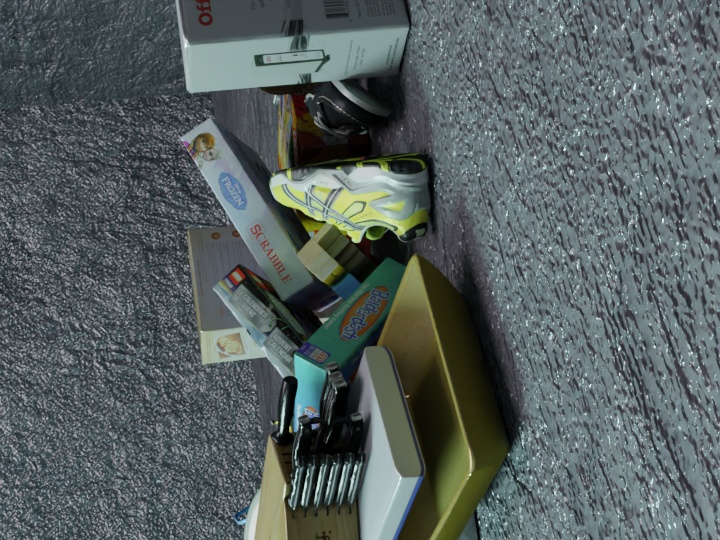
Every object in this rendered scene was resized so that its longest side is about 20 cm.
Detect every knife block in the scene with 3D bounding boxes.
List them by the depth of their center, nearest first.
[{"bbox_3d":[-0.048,0.176,1.083,0.200,0.064,0.176,139,129,-68],"label":"knife block"}]

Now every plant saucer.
[{"bbox_3d":[0.061,0.121,1.006,0.200,0.048,0.200,109,155,-48],"label":"plant saucer"}]

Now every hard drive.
[{"bbox_3d":[0.005,0.180,1.060,0.200,0.025,0.132,107,156,-43],"label":"hard drive"}]

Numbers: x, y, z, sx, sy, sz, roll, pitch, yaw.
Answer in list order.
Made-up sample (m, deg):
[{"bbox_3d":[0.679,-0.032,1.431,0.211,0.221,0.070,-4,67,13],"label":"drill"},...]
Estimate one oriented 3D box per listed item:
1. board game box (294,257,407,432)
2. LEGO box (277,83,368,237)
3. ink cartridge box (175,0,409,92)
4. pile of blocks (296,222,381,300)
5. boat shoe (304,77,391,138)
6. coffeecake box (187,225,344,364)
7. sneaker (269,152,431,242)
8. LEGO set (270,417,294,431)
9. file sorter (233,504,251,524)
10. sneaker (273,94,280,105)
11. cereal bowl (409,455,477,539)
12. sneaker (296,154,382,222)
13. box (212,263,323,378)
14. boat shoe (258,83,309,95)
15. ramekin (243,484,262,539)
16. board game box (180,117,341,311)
[{"bbox_3d":[-0.003,0.108,1.183,0.045,0.152,0.200,26,140,22],"label":"board game box"},{"bbox_3d":[-0.047,-0.138,1.457,0.200,0.077,0.149,97,163,-55],"label":"LEGO box"},{"bbox_3d":[-0.069,-0.250,1.139,0.084,0.200,0.146,105,158,-65],"label":"ink cartridge box"},{"bbox_3d":[0.000,0.000,1.244,0.082,0.062,0.200,43,-178,15],"label":"pile of blocks"},{"bbox_3d":[-0.018,-0.159,1.241,0.060,0.076,0.200,-54,7,8],"label":"boat shoe"},{"bbox_3d":[-0.100,0.021,1.507,0.073,0.200,0.154,96,165,-52],"label":"coffeecake box"},{"bbox_3d":[-0.016,-0.063,1.142,0.200,0.075,0.076,4,107,53],"label":"sneaker"},{"bbox_3d":[-0.060,0.221,1.643,0.200,0.116,0.154,-138,43,-76],"label":"LEGO set"},{"bbox_3d":[-0.051,0.350,1.485,0.200,0.123,0.139,62,169,2],"label":"file sorter"},{"bbox_3d":[-0.078,-0.288,1.541,0.076,0.080,0.200,97,166,-60],"label":"sneaker"},{"bbox_3d":[0.045,0.238,1.142,0.200,0.083,0.200,173,90,-81],"label":"cereal bowl"},{"bbox_3d":[-0.023,-0.072,1.279,0.200,0.087,0.074,170,92,-80],"label":"sneaker"},{"bbox_3d":[-0.059,0.076,1.270,0.137,0.040,0.200,49,-176,23],"label":"box"},{"bbox_3d":[-0.051,-0.266,1.323,0.201,0.072,0.066,-46,25,44],"label":"boat shoe"},{"bbox_3d":[-0.034,0.294,1.315,0.200,0.098,0.200,2,92,46],"label":"ramekin"},{"bbox_3d":[-0.098,-0.053,1.330,0.200,0.041,0.200,57,-175,10],"label":"board game box"}]
